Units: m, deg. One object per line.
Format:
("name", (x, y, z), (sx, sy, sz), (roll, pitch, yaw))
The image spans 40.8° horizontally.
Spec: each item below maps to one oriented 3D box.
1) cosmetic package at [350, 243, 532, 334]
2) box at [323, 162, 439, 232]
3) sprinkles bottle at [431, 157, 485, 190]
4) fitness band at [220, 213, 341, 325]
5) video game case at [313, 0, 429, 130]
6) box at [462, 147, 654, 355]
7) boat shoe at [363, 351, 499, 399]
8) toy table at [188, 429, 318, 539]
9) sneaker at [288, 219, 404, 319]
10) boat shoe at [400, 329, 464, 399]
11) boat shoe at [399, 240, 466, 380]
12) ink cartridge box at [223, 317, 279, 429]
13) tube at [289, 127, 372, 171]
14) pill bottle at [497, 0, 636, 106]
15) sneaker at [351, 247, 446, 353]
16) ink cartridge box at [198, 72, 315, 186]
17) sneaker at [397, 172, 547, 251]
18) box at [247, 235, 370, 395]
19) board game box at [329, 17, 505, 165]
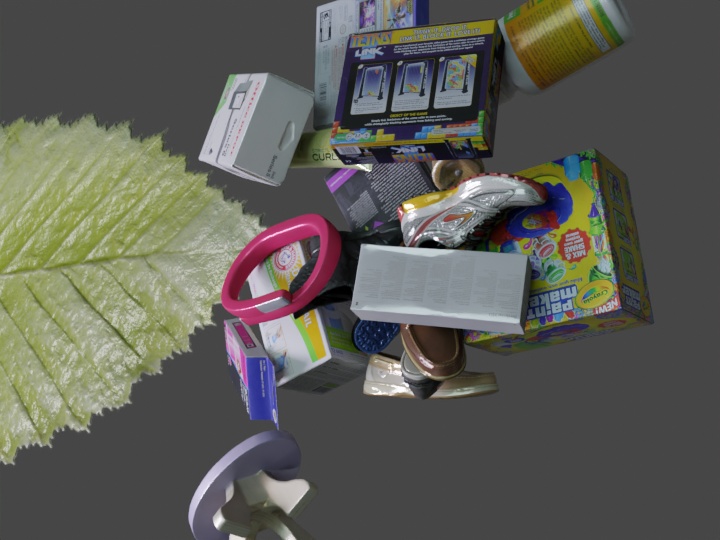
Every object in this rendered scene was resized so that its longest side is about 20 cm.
("cosmetic package", (0.094, 0.021, 1.116), (0.198, 0.051, 0.083), (5, 71, 19))
("box", (0.043, -0.098, 1.370), (0.143, 0.036, 0.201), (-39, 59, 21))
("sprinkles bottle", (0.122, -0.185, 1.266), (0.068, 0.068, 0.201), (-29, 36, 25))
("fitness band", (-0.106, -0.002, 1.276), (0.199, 0.037, 0.145), (-15, 45, 41))
("video game case", (0.016, -0.314, 1.433), (0.180, 0.045, 0.203), (-7, 75, 34))
("box", (0.227, -0.015, 1.173), (0.198, 0.122, 0.195), (-17, 70, 30))
("boat shoe", (0.087, 0.131, 1.261), (0.198, 0.073, 0.070), (-3, 83, 34))
("toy table", (-0.141, 0.330, 1.320), (0.201, 0.183, 0.117), (-60, 38, 17))
("sneaker", (0.000, -0.002, 1.280), (0.197, 0.060, 0.105), (-8, 61, 6))
("boat shoe", (0.104, 0.075, 1.230), (0.066, 0.057, 0.201), (13, 52, 24))
("boat shoe", (0.076, 0.045, 1.177), (0.071, 0.068, 0.201), (-15, 46, -1))
("ink cartridge box", (-0.155, 0.143, 1.367), (0.200, 0.037, 0.096), (-142, 47, -63))
("tube", (-0.044, -0.180, 1.409), (0.199, 0.052, 0.058), (4, 125, 48))
("pill bottle", (0.239, -0.294, 1.238), (0.199, 0.111, 0.112), (-28, 65, 26))
("sneaker", (0.062, 0.032, 1.307), (0.200, 0.078, 0.070), (-42, 95, -5))
("ink cartridge box", (-0.160, -0.214, 1.453), (0.200, 0.083, 0.147), (21, 90, 65))
("sneaker", (0.134, -0.060, 1.135), (0.199, 0.077, 0.083), (-18, 73, 41))
("box", (-0.075, 0.060, 1.364), (0.101, 0.112, 0.202), (-28, 63, 24))
("board game box", (0.071, -0.219, 1.194), (0.198, 0.057, 0.167), (0, 66, 23))
